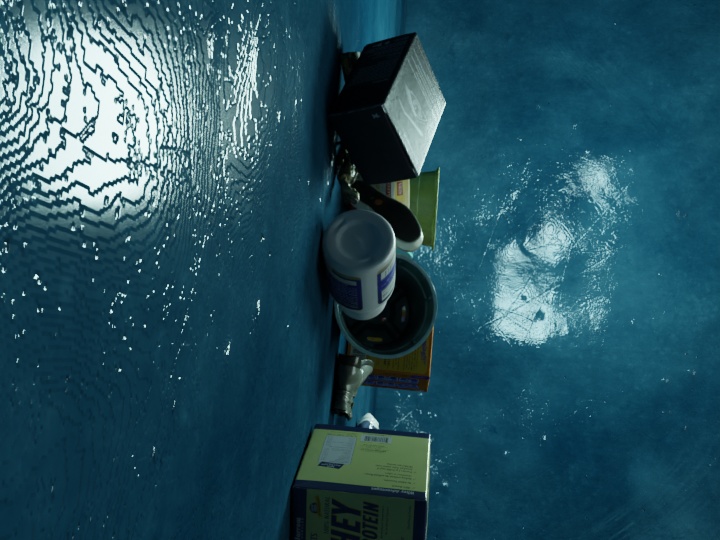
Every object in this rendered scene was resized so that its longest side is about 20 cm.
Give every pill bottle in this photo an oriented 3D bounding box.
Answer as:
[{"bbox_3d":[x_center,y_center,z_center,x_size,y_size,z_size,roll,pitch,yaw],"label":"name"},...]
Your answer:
[{"bbox_3d":[0.000,0.000,1.290,0.201,0.118,0.121,87,9,-61],"label":"pill bottle"}]

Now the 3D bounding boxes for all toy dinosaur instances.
[{"bbox_3d":[-0.021,-0.201,1.345,0.202,0.047,0.089,-87,-179,-48],"label":"toy dinosaur"}]

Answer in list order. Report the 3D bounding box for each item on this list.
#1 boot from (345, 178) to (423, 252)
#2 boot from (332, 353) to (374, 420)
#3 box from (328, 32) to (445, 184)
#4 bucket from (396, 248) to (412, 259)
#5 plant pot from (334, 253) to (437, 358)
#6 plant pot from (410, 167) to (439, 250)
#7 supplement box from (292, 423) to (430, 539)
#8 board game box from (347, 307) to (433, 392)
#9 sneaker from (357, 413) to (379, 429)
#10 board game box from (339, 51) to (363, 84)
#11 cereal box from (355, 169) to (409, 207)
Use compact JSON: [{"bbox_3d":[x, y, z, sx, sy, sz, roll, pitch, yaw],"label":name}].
[{"bbox_3d":[0.046,-0.070,1.482,0.072,0.200,0.145,-32,144,-24],"label":"boot"},{"bbox_3d":[-0.024,0.249,1.629,0.200,0.067,0.133,41,58,-75],"label":"boot"},{"bbox_3d":[0.049,-0.264,1.256,0.149,0.103,0.201,59,40,-36],"label":"box"},{"bbox_3d":[0.082,-0.115,2.090,0.207,0.133,0.211,4,90,-85],"label":"bucket"},{"bbox_3d":[0.043,0.077,1.548,0.196,0.197,0.204,115,-20,-82],"label":"plant pot"},{"bbox_3d":[0.095,-0.157,1.886,0.200,0.187,0.203,4,90,-86],"label":"plant pot"},{"bbox_3d":[0.006,0.350,1.184,0.200,0.197,0.136,-66,159,-73],"label":"supplement box"},{"bbox_3d":[0.076,0.171,1.867,0.200,0.196,0.203,81,15,-71],"label":"board game box"},{"bbox_3d":[0.027,0.518,2.286,0.202,0.079,0.148,82,16,-44],"label":"sneaker"},{"bbox_3d":[0.010,-0.274,1.326,0.105,0.023,0.203,-36,117,-62],"label":"board game box"},{"bbox_3d":[0.042,-0.142,1.578,0.200,0.039,0.146,-145,-130,-62],"label":"cereal box"}]
